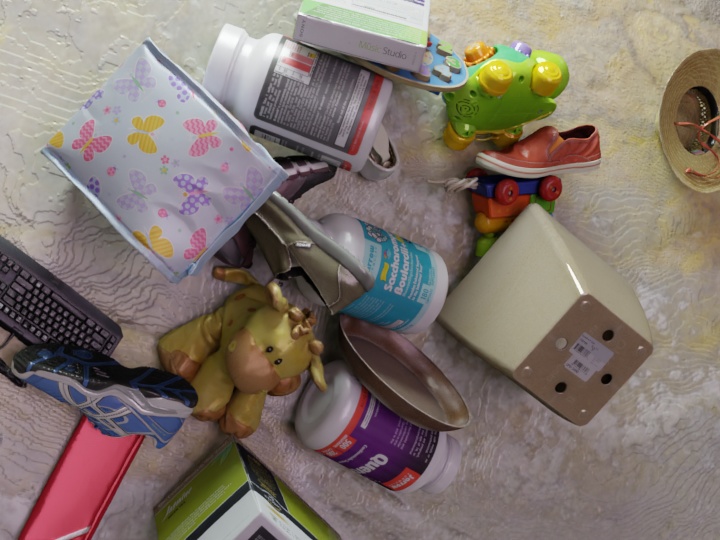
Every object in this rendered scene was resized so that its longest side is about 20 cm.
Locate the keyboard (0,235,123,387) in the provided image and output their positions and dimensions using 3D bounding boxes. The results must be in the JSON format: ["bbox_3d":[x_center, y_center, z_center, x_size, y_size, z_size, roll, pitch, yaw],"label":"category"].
[{"bbox_3d":[-0.362,0.058,1.192,0.200,0.021,0.128,40,73,-23],"label":"keyboard"}]

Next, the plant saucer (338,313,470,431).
[{"bbox_3d":[0.046,0.126,1.335,0.199,0.201,0.032,31,106,-26],"label":"plant saucer"}]

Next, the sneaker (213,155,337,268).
[{"bbox_3d":[-0.116,-0.065,1.300,0.198,0.076,0.117,-14,105,-18],"label":"sneaker"}]

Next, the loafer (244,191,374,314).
[{"bbox_3d":[-0.078,-0.026,1.206,0.200,0.075,0.070,38,83,10],"label":"loafer"}]

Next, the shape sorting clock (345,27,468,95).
[{"bbox_3d":[0.038,-0.269,1.312,0.199,0.200,0.039,10,120,-28],"label":"shape sorting clock"}]

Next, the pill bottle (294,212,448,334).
[{"bbox_3d":[0.000,0.000,1.325,0.199,0.110,0.112,20,82,-34],"label":"pill bottle"}]

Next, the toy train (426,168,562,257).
[{"bbox_3d":[0.164,-0.068,1.447,0.199,0.085,0.117,-7,109,-28],"label":"toy train"}]

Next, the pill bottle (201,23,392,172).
[{"bbox_3d":[-0.073,-0.197,1.257,0.199,0.116,0.117,21,82,-5],"label":"pill bottle"}]

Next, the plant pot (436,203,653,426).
[{"bbox_3d":[0.245,0.074,1.397,0.199,0.177,0.200,36,102,-25],"label":"plant pot"}]

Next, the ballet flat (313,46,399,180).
[{"bbox_3d":[-0.009,-0.199,1.349,0.069,0.069,0.201,-38,109,-22],"label":"ballet flat"}]

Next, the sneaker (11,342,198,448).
[{"bbox_3d":[-0.277,0.136,1.191,0.199,0.076,0.077,21,109,-17],"label":"sneaker"}]

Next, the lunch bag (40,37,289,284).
[{"bbox_3d":[-0.196,-0.105,1.161,0.200,0.127,0.170,43,91,14],"label":"lunch bag"}]

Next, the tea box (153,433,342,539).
[{"bbox_3d":[-0.107,0.321,1.228,0.134,0.197,0.200,-43,111,1],"label":"tea box"}]

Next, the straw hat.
[{"bbox_3d":[0.468,-0.214,1.598,0.200,0.085,0.203,-5,100,-27],"label":"straw hat"}]

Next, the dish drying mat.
[{"bbox_3d":[-0.301,0.230,1.233,0.077,0.018,0.201,32,77,-25],"label":"dish drying mat"}]

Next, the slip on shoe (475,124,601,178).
[{"bbox_3d":[0.231,-0.156,1.439,0.199,0.074,0.062,-9,112,-30],"label":"slip on shoe"}]

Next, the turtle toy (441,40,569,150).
[{"bbox_3d":[0.186,-0.234,1.424,0.199,0.146,0.102,-6,60,-29],"label":"turtle toy"}]

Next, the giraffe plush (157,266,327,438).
[{"bbox_3d":[-0.109,0.089,1.249,0.172,0.162,0.201,34,77,-25],"label":"giraffe plush"}]

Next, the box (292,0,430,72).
[{"bbox_3d":[0.007,-0.294,1.267,0.143,0.201,0.037,15,122,-3],"label":"box"}]

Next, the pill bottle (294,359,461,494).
[{"bbox_3d":[0.026,0.198,1.357,0.199,0.112,0.113,32,77,-25],"label":"pill bottle"}]
